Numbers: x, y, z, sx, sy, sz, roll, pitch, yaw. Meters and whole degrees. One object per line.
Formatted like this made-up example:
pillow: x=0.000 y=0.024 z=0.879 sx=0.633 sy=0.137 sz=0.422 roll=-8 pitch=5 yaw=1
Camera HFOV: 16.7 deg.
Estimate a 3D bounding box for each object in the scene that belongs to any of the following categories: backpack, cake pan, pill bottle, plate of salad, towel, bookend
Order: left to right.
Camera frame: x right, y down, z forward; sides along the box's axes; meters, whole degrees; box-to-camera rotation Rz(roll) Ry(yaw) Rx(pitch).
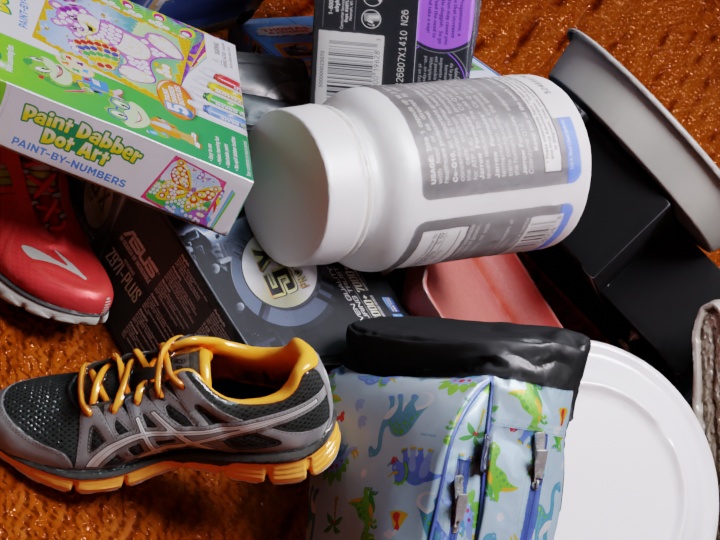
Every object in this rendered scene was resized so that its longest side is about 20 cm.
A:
pill bottle: x=0.034 y=-0.059 z=1.510 sx=0.199 sy=0.114 sz=0.114 roll=-7 pitch=53 yaw=-36
backpack: x=0.041 y=0.133 z=1.401 sx=0.163 sy=0.201 sz=0.153 roll=6 pitch=9 yaw=45
plate of salad: x=0.131 y=0.143 z=1.540 sx=0.199 sy=0.048 sz=0.201 roll=3 pitch=80 yaw=-19
bookend: x=0.193 y=-0.004 z=1.753 sx=0.200 sy=0.092 sz=0.199 roll=47 pitch=1 yaw=10
cake pan: x=0.204 y=-0.088 z=1.747 sx=0.200 sy=0.037 sz=0.200 roll=48 pitch=2 yaw=-2
towel: x=0.273 y=0.115 z=1.711 sx=0.132 sy=0.034 sz=0.201 roll=-9 pitch=99 yaw=-57

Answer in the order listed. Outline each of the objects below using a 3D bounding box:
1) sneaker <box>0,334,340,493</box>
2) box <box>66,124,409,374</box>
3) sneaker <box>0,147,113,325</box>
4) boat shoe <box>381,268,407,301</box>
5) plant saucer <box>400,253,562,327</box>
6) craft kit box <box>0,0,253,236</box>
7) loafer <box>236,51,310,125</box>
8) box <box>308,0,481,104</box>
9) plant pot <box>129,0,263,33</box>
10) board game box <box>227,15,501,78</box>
sneaker: x=-0.110 y=0.071 z=1.355 sx=0.199 sy=0.077 sz=0.078 roll=-3 pitch=43 yaw=-7
box: x=-0.077 y=0.007 z=1.522 sx=0.163 sy=0.086 sz=0.200 roll=-1 pitch=49 yaw=-48
sneaker: x=-0.203 y=-0.054 z=1.460 sx=0.077 sy=0.085 sz=0.200 roll=-3 pitch=51 yaw=-48
boat shoe: x=0.000 y=0.000 z=1.639 sx=0.071 sy=0.064 sz=0.200 roll=-2 pitch=51 yaw=-50
plant saucer: x=0.086 y=0.045 z=1.640 sx=0.200 sy=0.037 sz=0.200 roll=56 pitch=22 yaw=-22
craft kit box: x=-0.165 y=-0.116 z=1.465 sx=0.197 sy=0.049 sz=0.200 roll=19 pitch=25 yaw=-17
loafer: x=-0.123 y=-0.124 z=1.627 sx=0.199 sy=0.073 sz=0.073 roll=14 pitch=61 yaw=-23
box: x=0.029 y=-0.187 z=1.665 sx=0.106 sy=0.123 sz=0.200 roll=6 pitch=24 yaw=4
plant pot: x=-0.141 y=-0.269 z=1.697 sx=0.200 sy=0.200 sz=0.180 roll=-20 pitch=69 yaw=-47
board game box: x=0.012 y=-0.136 z=1.743 sx=0.151 sy=0.037 sz=0.200 roll=-6 pitch=27 yaw=-25
